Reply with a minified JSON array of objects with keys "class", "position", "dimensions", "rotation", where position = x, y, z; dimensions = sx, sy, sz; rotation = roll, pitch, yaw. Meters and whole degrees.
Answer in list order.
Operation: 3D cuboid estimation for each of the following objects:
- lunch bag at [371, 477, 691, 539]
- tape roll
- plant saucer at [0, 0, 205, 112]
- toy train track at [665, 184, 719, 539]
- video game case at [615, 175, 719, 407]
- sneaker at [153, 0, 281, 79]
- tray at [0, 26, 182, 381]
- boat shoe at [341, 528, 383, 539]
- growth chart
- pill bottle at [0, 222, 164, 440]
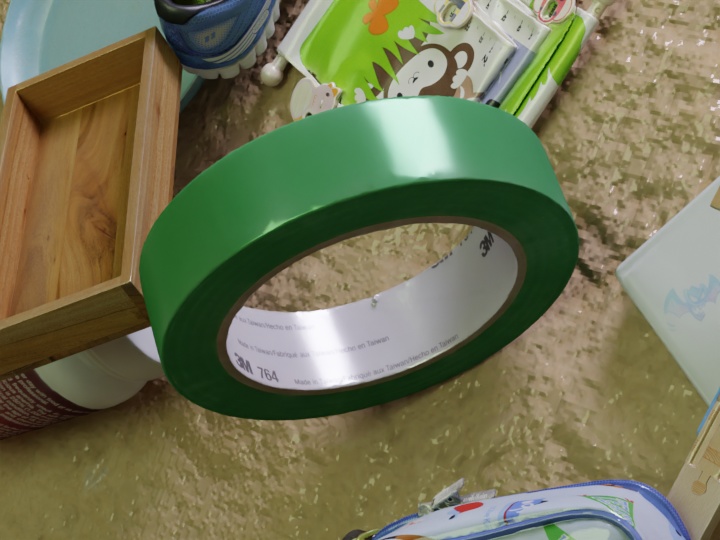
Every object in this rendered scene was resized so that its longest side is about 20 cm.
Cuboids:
[{"class":"lunch bag","position":[0.071,0.184,0.664],"dimensions":[0.160,0.076,0.201],"rotation":[-16,90,23]},{"class":"tape roll","position":[0.000,0.000,0.745],"dimensions":[0.200,0.200,0.048],"rotation":[-34,57,24]},{"class":"plant saucer","position":[-0.151,-0.159,1.023],"dimensions":[0.200,0.027,0.201],"rotation":[-13,67,33]},{"class":"toy train track","position":[0.184,0.024,0.675],"dimensions":[0.115,0.033,0.200],"rotation":[29,91,40]},{"class":"video game case","position":[0.229,0.002,0.686],"dimensions":[0.200,0.024,0.182],"rotation":[-44,54,18]},{"class":"sneaker","position":[-0.058,-0.211,0.914],"dimensions":[0.078,0.089,0.201],"rotation":[20,81,15]},{"class":"tray","position":[-0.148,-0.039,0.850],"dimensions":[0.098,0.037,0.200],"rotation":[-19,43,16]},{"class":"boat shoe","position":[-0.001,0.155,0.777],"dimensions":[0.201,0.072,0.061],"rotation":[-24,66,32]},{"class":"growth chart","position":[0.034,-0.121,0.878],"dimensions":[0.200,0.018,0.145],"rotation":[33,97,40]},{"class":"pill bottle","position":[-0.188,0.033,0.931],"dimensions":[0.200,0.114,0.115],"rotation":[-18,65,32]}]
